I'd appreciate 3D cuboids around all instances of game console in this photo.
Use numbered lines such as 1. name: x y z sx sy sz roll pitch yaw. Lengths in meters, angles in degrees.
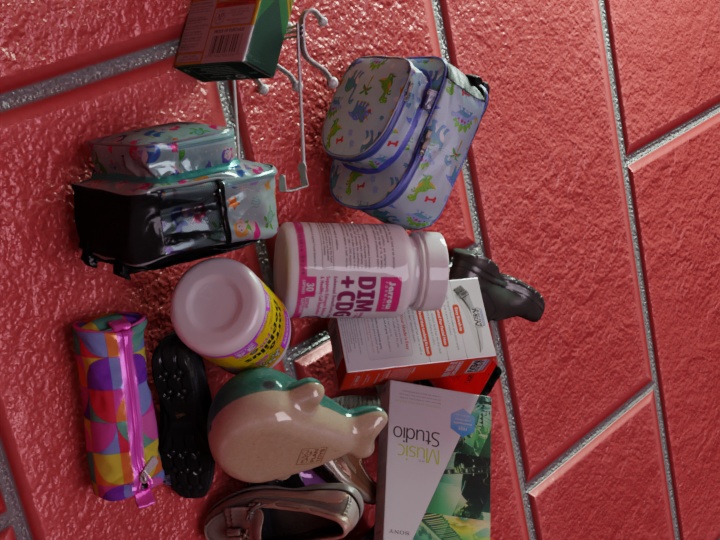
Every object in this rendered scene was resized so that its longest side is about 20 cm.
1. game console: 0.114 0.180 1.680 0.173 0.118 0.200 51 26 -3

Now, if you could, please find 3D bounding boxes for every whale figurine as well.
1. whale figurine: -0.073 0.164 1.356 0.197 0.105 0.160 2 134 -20

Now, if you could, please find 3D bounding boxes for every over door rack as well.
1. over door rack: -0.096 -0.187 1.394 0.066 0.147 0.203 7 89 -39

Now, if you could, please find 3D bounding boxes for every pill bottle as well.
1. pill bottle: 0.000 0.000 1.473 0.197 0.113 0.115 0 95 -14
2. pill bottle: -0.136 0.059 1.359 0.200 0.103 0.106 56 49 -73

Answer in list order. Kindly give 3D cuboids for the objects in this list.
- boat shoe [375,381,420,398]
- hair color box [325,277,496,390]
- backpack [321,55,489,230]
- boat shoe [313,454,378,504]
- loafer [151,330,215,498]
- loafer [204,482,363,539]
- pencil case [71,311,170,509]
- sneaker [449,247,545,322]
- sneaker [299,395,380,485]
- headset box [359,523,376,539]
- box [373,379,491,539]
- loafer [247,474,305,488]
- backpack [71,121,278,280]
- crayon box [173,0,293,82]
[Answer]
1. boat shoe: 0.042 0.117 1.640 0.063 0.072 0.203 -80 157 -78
2. hair color box: 0.062 0.079 1.549 0.197 0.064 0.112 -5 66 -14
3. backpack: 0.040 -0.163 1.513 0.146 0.182 0.203 20 87 -36
4. boat shoe: -0.030 0.211 1.471 0.072 0.075 0.200 -53 127 -18
5. loafer: -0.194 0.163 1.381 0.071 0.067 0.203 -72 160 -64
6. loafer: -0.095 0.288 1.403 0.063 0.197 0.073 -61 136 -65
7. pencil case: -0.256 0.146 1.304 0.088 0.088 0.203 -17 104 -43
8. sneaker: 0.188 0.041 1.767 0.199 0.076 0.092 28 84 -36
9. sneaker: -0.024 0.226 1.563 0.198 0.072 0.116 -7 102 -32
10. headset box: 0.012 0.392 1.533 0.093 0.175 0.200 43 54 10
11. box: 0.091 0.245 1.508 0.142 0.036 0.203 10 67 -17
12. loafer: -0.115 0.254 1.468 0.073 0.070 0.202 -33 101 -61
13. backpack: -0.187 -0.079 1.287 0.198 0.176 0.153 -6 101 -38
14. crayon box: -0.128 -0.314 1.361 0.051 0.125 0.203 21 79 -44
